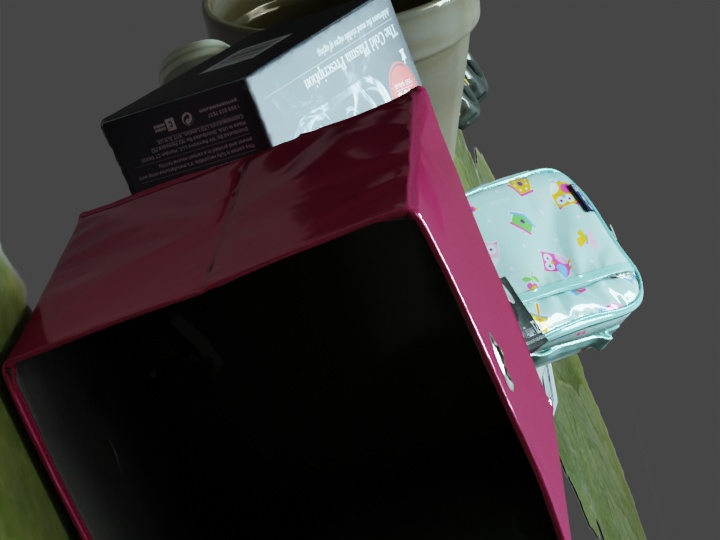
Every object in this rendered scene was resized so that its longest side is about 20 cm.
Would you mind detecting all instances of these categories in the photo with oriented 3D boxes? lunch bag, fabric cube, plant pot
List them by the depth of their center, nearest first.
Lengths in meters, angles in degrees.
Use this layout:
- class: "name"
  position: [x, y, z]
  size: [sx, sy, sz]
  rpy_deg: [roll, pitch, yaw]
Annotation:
- class: "fabric cube"
  position: [-0.024, 0.057, 1.000]
  size: [0.199, 0.199, 0.197]
  rpy_deg: [-81, 149, -70]
- class: "plant pot"
  position: [-0.004, -0.129, 1.557]
  size: [0.200, 0.199, 0.174]
  rpy_deg: [-87, 170, -65]
- class: "lunch bag"
  position: [0.134, 0.005, 1.776]
  size: [0.161, 0.200, 0.077]
  rpy_deg: [56, -38, 22]

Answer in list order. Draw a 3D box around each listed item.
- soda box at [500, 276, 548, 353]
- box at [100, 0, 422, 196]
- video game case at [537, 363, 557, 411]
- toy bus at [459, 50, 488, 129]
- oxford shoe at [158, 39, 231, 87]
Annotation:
- class: "soda box"
  position: [0.068, 0.058, 1.576]
  size: [0.063, 0.071, 0.200]
  rpy_deg: [55, 22, 7]
- class: "box"
  position: [-0.032, -0.045, 1.259]
  size: [0.200, 0.104, 0.183]
  rpy_deg: [-42, 114, -57]
- class: "video game case"
  position: [0.132, 0.109, 1.868]
  size: [0.182, 0.023, 0.200]
  rpy_deg: [-68, 154, -44]
- class: "toy bus"
  position: [0.007, -0.188, 1.886]
  size: [0.192, 0.136, 0.200]
  rpy_deg: [55, 16, -11]
- class: "oxford shoe"
  position: [-0.068, -0.089, 1.404]
  size: [0.200, 0.075, 0.058]
  rpy_deg: [34, 31, -62]
